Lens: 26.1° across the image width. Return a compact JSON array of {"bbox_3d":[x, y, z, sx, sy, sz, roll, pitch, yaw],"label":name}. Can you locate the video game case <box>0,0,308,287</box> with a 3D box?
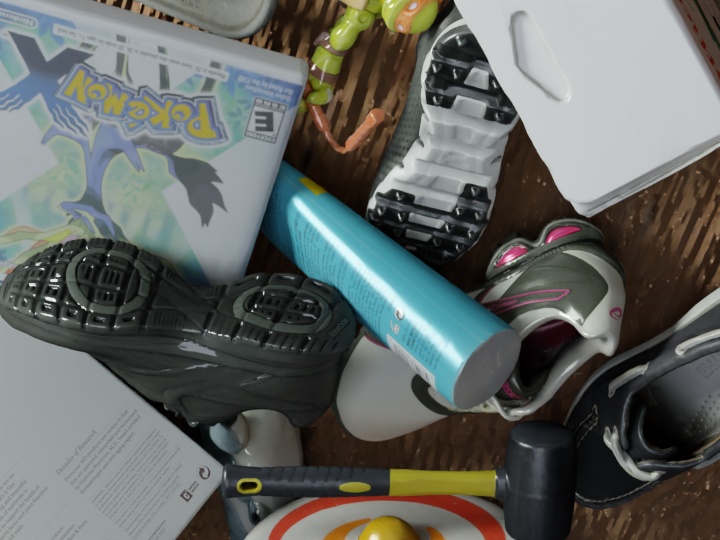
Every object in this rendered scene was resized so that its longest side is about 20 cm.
[{"bbox_3d":[-0.148,-0.060,0.847,0.200,0.022,0.183,14,125,-9],"label":"video game case"}]

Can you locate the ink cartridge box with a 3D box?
[{"bbox_3d":[0.117,-0.128,0.746,0.084,0.200,0.146,-28,100,20],"label":"ink cartridge box"}]

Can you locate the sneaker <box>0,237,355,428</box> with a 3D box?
[{"bbox_3d":[-0.105,0.043,0.853,0.200,0.076,0.091,13,130,8],"label":"sneaker"}]

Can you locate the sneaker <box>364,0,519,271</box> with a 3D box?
[{"bbox_3d":[0.051,-0.080,0.855,0.066,0.091,0.200,16,138,-3],"label":"sneaker"}]

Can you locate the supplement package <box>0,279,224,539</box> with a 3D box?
[{"bbox_3d":[-0.217,0.130,0.923,0.200,0.152,0.151,40,148,-1],"label":"supplement package"}]

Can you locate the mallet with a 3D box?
[{"bbox_3d":[0.025,0.109,0.864,0.199,0.041,0.066,8,108,-6],"label":"mallet"}]

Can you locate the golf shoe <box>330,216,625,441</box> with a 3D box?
[{"bbox_3d":[0.061,0.049,0.876,0.200,0.088,0.077,-36,121,25],"label":"golf shoe"}]

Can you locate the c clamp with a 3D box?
[{"bbox_3d":[-0.110,-0.219,0.834,0.200,0.027,0.171,32,127,31],"label":"c clamp"}]

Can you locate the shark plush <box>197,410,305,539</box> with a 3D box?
[{"bbox_3d":[-0.072,0.118,0.974,0.083,0.091,0.200,15,130,34],"label":"shark plush"}]

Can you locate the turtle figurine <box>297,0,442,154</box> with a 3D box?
[{"bbox_3d":[-0.007,-0.177,0.819,0.161,0.064,0.200,43,131,23],"label":"turtle figurine"}]

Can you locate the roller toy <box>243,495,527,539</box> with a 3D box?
[{"bbox_3d":[0.016,0.208,0.894,0.182,0.200,0.140,5,109,20],"label":"roller toy"}]

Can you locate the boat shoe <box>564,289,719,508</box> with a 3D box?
[{"bbox_3d":[0.169,0.080,0.849,0.074,0.060,0.200,43,131,-4],"label":"boat shoe"}]

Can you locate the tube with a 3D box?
[{"bbox_3d":[0.000,0.000,0.856,0.200,0.050,0.078,38,144,31],"label":"tube"}]
